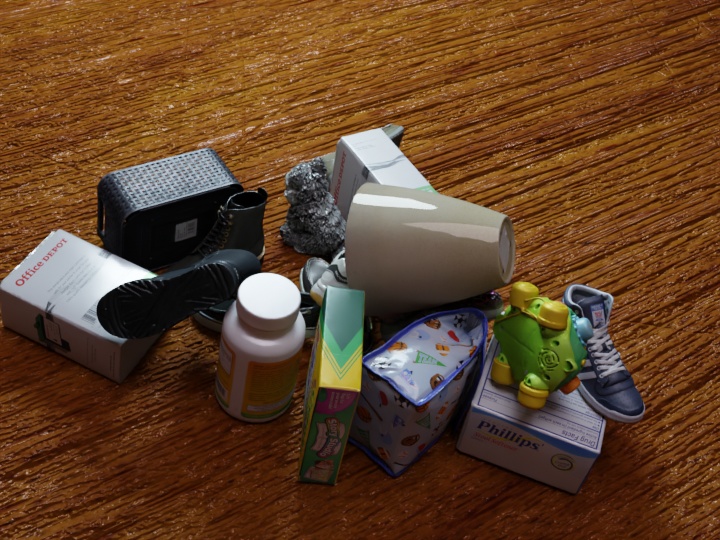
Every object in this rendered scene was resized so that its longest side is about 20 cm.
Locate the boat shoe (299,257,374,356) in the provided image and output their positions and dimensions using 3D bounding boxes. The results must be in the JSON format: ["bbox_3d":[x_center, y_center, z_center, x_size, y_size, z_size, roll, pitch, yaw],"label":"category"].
[{"bbox_3d":[-0.033,0.046,1.680,0.071,0.061,0.202,-12,50,-23],"label":"boat shoe"}]

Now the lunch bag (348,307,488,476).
[{"bbox_3d":[0.090,0.155,1.521,0.124,0.170,0.200,37,48,21],"label":"lunch bag"}]

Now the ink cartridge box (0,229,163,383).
[{"bbox_3d":[-0.383,0.047,1.577,0.199,0.085,0.146,25,45,11],"label":"ink cartridge box"}]

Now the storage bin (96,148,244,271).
[{"bbox_3d":[-0.288,-0.088,1.698,0.199,0.136,0.094,-18,51,-28],"label":"storage bin"}]

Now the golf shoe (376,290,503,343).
[{"bbox_3d":[0.120,0.074,1.616,0.199,0.092,0.073,-10,17,32],"label":"golf shoe"}]

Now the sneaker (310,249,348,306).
[{"bbox_3d":[0.000,0.000,1.634,0.076,0.088,0.200,37,22,3],"label":"sneaker"}]

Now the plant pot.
[{"bbox_3d":[0.104,-0.027,1.534,0.199,0.188,0.188,1,40,22],"label":"plant pot"}]

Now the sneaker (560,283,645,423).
[{"bbox_3d":[0.327,0.107,1.525,0.070,0.109,0.200,-14,50,-25],"label":"sneaker"}]

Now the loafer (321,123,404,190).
[{"bbox_3d":[-0.001,-0.207,1.933,0.070,0.075,0.200,40,50,19],"label":"loafer"}]

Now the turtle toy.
[{"bbox_3d":[0.240,0.092,1.499,0.101,0.146,0.200,6,17,-24],"label":"turtle toy"}]

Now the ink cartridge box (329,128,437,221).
[{"bbox_3d":[0.038,-0.109,1.792,0.084,0.146,0.200,-17,52,-27],"label":"ink cartridge box"}]

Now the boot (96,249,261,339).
[{"bbox_3d":[-0.241,0.030,1.526,0.199,0.077,0.168,-19,3,7],"label":"boot"}]

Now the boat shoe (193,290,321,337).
[{"bbox_3d":[-0.149,0.051,1.627,0.198,0.068,0.074,10,47,12],"label":"boat shoe"}]

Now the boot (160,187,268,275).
[{"bbox_3d":[-0.224,-0.041,1.665,0.077,0.139,0.200,38,50,23],"label":"boot"}]

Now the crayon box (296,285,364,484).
[{"bbox_3d":[-0.039,0.152,1.472,0.058,0.201,0.173,9,44,-4],"label":"crayon box"}]

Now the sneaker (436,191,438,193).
[{"bbox_3d":[0.124,-0.086,1.840,0.082,0.078,0.200,-14,50,-27],"label":"sneaker"}]

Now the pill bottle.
[{"bbox_3d":[-0.133,0.101,1.500,0.110,0.201,0.111,7,44,-7],"label":"pill bottle"}]

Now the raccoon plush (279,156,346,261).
[{"bbox_3d":[-0.041,-0.091,1.762,0.199,0.134,0.097,25,44,12],"label":"raccoon plush"}]

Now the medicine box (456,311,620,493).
[{"bbox_3d":[0.252,0.183,1.582,0.181,0.103,0.200,20,45,6],"label":"medicine box"}]
